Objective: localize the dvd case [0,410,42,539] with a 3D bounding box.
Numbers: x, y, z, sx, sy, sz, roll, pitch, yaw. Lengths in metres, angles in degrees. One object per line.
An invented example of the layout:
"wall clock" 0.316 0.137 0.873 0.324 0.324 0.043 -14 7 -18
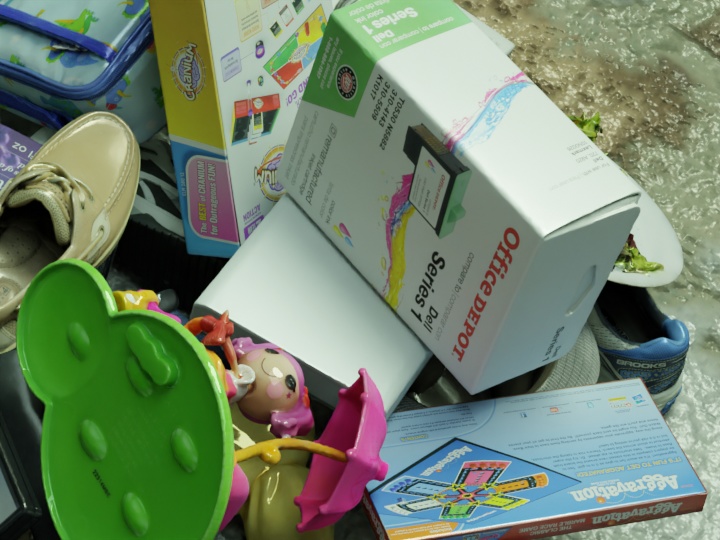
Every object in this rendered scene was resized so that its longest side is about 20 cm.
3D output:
"dvd case" -0.269 0.138 1.515 0.018 0.200 0.143 25 31 -50

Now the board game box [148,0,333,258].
"board game box" -0.067 -0.128 1.692 0.040 0.200 0.153 5 23 29

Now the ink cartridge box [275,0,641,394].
"ink cartridge box" 0.054 -0.049 1.608 0.084 0.145 0.200 -23 59 -36

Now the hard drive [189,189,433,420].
"hard drive" 0.000 0.000 1.663 0.132 0.026 0.200 29 45 8

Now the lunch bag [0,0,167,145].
"lunch bag" -0.177 -0.167 1.757 0.200 0.082 0.161 24 70 43

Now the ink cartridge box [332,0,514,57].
"ink cartridge box" -0.021 -0.146 1.848 0.200 0.084 0.146 35 54 9

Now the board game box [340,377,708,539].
"board game box" 0.093 0.115 1.601 0.200 0.019 0.103 -7 42 -19

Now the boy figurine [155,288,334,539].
"boy figurine" -0.078 0.101 1.669 0.124 0.064 0.200 -33 70 -33

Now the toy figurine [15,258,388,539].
"toy figurine" -0.073 0.081 1.517 0.184 0.150 0.200 3 43 -47

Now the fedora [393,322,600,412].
"fedora" 0.046 0.053 1.722 0.177 0.090 0.200 -33 67 -33

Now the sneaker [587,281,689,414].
"sneaker" 0.143 0.004 1.789 0.200 0.085 0.077 41 54 15

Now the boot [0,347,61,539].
"boot" -0.179 0.141 1.517 0.165 0.066 0.200 -9 78 -31

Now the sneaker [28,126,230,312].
"sneaker" -0.126 -0.042 1.750 0.200 0.074 0.089 32 55 7

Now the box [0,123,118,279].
"box" -0.251 0.014 1.655 0.148 0.104 0.200 26 52 2

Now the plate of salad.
"plate of salad" 0.128 -0.062 1.745 0.200 0.048 0.200 28 26 -15

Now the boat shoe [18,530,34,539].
"boat shoe" -0.184 0.181 1.579 0.072 0.065 0.200 29 53 6

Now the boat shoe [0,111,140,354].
"boat shoe" -0.181 -0.028 1.599 0.071 0.065 0.200 26 52 1
